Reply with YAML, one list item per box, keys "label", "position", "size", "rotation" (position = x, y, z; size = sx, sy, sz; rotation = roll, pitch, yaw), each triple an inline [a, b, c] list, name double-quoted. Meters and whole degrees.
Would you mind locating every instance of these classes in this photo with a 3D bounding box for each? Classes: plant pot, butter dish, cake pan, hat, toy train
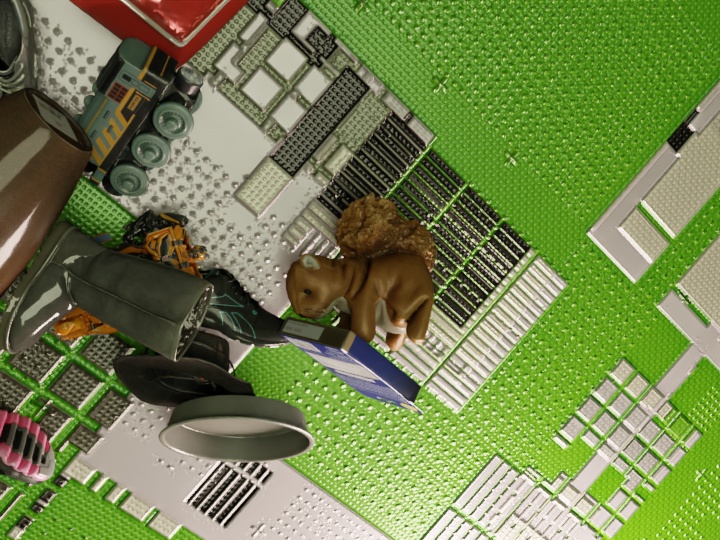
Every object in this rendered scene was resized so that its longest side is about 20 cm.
- label: "plant pot"
  position: [-0.397, -0.098, 0.861]
  size: [0.200, 0.187, 0.187]
  rotation: [-41, 110, 7]
- label: "butter dish"
  position: [-0.227, -0.364, 0.888]
  size: [0.200, 0.148, 0.199]
  rotation: [-42, 150, 10]
- label: "cake pan"
  position: [-0.159, 0.207, 1.032]
  size: [0.200, 0.200, 0.037]
  rotation: [9, 61, -17]
- label: "hat"
  position: [-0.217, 0.118, 1.014]
  size: [0.200, 0.201, 0.081]
  rotation: [19, 60, -19]
- label: "toy train"
  position: [-0.267, -0.173, 0.922]
  size: [0.114, 0.085, 0.200]
  rotation: [32, 125, -22]

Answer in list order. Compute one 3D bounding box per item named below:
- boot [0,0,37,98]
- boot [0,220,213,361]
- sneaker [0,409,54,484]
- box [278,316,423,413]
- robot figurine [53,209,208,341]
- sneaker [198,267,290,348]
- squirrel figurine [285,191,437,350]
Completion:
- label: "boot"
  position: [-0.403, -0.218, 0.893]
  size: [0.073, 0.096, 0.200]
  rotation: [-2, 104, -15]
- label: "boot"
  position: [-0.292, 0.053, 0.913]
  size: [0.200, 0.073, 0.182]
  rotation: [28, 91, 1]
- label: "sneaker"
  position: [-0.487, 0.218, 1.001]
  size: [0.200, 0.079, 0.095]
  rotation: [37, 114, -20]
- label: "box"
  position: [-0.003, 0.127, 1.055]
  size: [0.200, 0.121, 0.032]
  rotation: [44, 66, -40]
- label: "robot figurine"
  position: [-0.284, 0.009, 0.972]
  size: [0.200, 0.058, 0.145]
  rotation: [-20, 84, 4]
- label: "sneaker"
  position: [-0.172, 0.045, 1.033]
  size: [0.200, 0.075, 0.079]
  rotation: [19, 96, -19]
- label: "squirrel figurine"
  position: [0.000, 0.000, 1.056]
  size: [0.186, 0.142, 0.200]
  rotation: [15, 85, -8]
